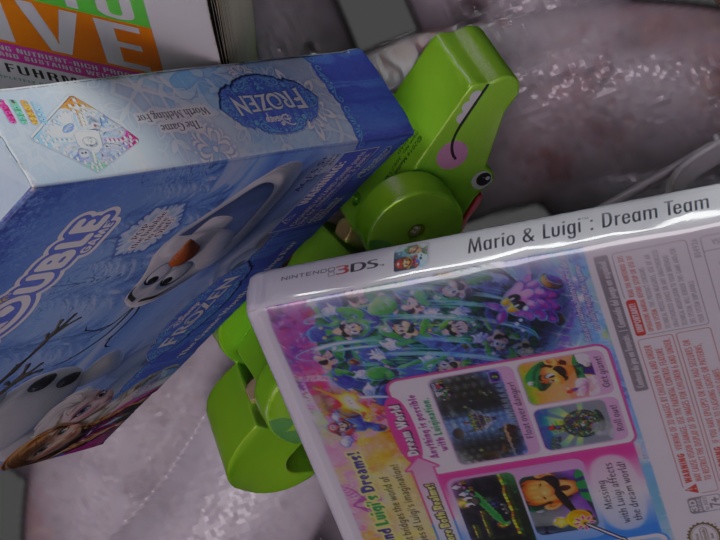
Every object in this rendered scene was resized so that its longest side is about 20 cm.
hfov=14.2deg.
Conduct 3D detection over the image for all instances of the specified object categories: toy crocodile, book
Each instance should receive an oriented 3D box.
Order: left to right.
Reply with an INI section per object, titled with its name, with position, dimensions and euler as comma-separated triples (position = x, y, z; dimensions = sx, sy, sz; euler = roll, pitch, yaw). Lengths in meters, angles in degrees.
[book]
position = -0.106, -0.099, 0.988
dimensions = 0.133, 0.200, 0.048
euler = 11, 75, 4
[toy crocodile]
position = 0.000, 0.000, 1.072
dimensions = 0.062, 0.068, 0.200
euler = 17, 113, -36

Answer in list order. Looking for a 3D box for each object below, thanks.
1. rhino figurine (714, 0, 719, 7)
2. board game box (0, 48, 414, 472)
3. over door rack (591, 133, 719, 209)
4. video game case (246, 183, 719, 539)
[rhino figurine]
position = 0.165, -0.110, 1.021
dimensions = 0.087, 0.060, 0.200
euler = -25, 103, 11
[board game box]
position = -0.107, 0.007, 0.993
dimensions = 0.200, 0.199, 0.043
euler = -45, 70, 33
[over door rack]
position = 0.090, 0.044, 1.038
dimensions = 0.200, 0.067, 0.148
euler = -23, 129, 3
[video game case]
position = 0.076, 0.060, 1.003
dimensions = 0.181, 0.024, 0.200
euler = -11, 132, 12
